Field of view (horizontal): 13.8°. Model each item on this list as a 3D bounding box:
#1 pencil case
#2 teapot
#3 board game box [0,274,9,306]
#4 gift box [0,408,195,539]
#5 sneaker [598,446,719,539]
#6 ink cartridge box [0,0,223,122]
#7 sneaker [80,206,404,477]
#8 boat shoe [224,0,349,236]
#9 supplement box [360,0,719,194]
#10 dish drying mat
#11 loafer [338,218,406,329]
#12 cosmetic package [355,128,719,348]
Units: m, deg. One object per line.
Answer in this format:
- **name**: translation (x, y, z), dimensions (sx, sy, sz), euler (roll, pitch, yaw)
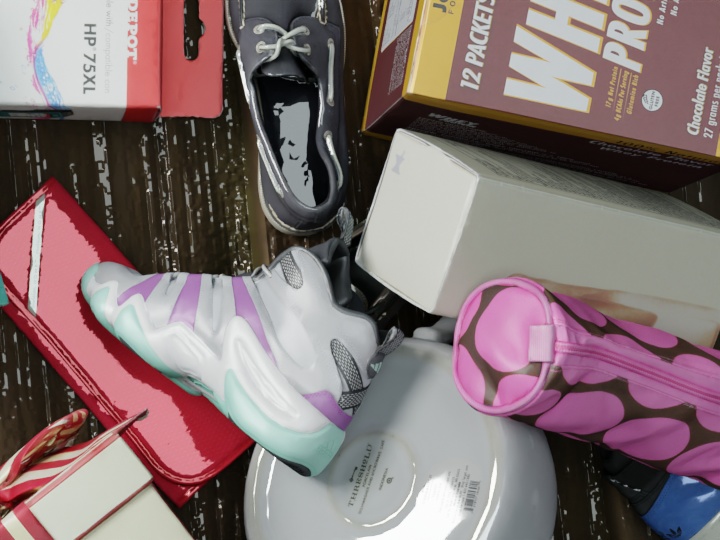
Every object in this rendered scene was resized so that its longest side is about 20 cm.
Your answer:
- **pencil case**: translation (0.151, 0.063, 1.660), dimensions (0.199, 0.094, 0.091), euler (16, 90, -32)
- **teapot**: translation (0.038, 0.139, 1.733), dimensions (0.200, 0.146, 0.198), euler (-37, 57, 10)
- **board game box**: translation (-0.284, -0.059, 1.701), dimensions (0.045, 0.152, 0.201), euler (-13, 87, -44)
- **gift box**: translation (-0.155, 0.190, 1.677), dimensions (0.184, 0.200, 0.187), euler (-39, 90, -13)
- **sneaker**: translation (0.227, 0.069, 1.790), dimensions (0.111, 0.077, 0.200), euler (41, 89, -12)
- **ink cartridge box**: translation (-0.178, -0.150, 1.760), dimensions (0.199, 0.067, 0.117), euler (0, 86, -8)
- **sneaker**: translation (-0.058, 0.015, 1.713), dimensions (0.200, 0.078, 0.140), euler (34, 85, 27)
- **boat shoe**: translation (-0.038, -0.123, 1.777), dimensions (0.072, 0.063, 0.201), euler (-6, 87, -9)
- **supplement box**: translation (0.118, -0.135, 1.729), dimensions (0.196, 0.200, 0.134), euler (11, 85, -6)
- **dish drying mat**: translation (-0.146, 0.043, 1.775), dimensions (0.077, 0.018, 0.200), euler (-41, 91, -9)
- **loafer**: translation (0.000, 0.000, 1.766), dimensions (0.200, 0.063, 0.072), euler (-40, 64, -11)
- **cosmetic package**: translation (0.112, -0.011, 1.725), dimensions (0.199, 0.103, 0.088), euler (13, 102, -30)
